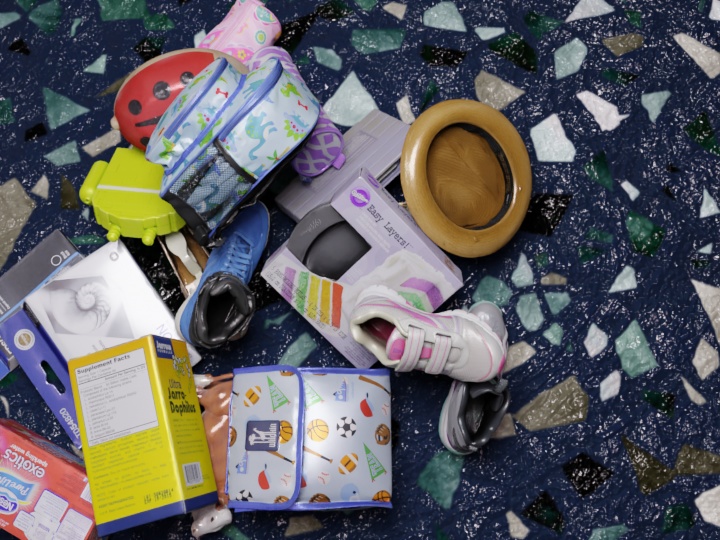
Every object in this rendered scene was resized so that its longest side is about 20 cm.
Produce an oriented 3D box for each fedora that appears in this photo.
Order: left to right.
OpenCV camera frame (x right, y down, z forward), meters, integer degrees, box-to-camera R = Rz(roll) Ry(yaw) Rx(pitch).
[{"bbox_3d":[0.126,-0.118,1.004,0.197,0.082,0.205,-1,92,-22],"label":"fedora"}]

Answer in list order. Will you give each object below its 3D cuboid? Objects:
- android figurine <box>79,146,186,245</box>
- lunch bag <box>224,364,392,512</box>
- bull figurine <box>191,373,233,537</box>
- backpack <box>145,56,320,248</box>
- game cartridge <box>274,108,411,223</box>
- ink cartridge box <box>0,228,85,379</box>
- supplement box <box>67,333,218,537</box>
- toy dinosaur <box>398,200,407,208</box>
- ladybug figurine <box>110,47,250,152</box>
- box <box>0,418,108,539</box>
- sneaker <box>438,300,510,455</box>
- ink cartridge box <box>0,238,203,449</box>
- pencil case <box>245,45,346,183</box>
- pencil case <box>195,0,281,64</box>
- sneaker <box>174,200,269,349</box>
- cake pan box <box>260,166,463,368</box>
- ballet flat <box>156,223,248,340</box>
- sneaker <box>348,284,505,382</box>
[{"bbox_3d":[-0.282,-0.108,1.036,0.178,0.042,0.202,4,45,-1],"label":"android figurine"},{"bbox_3d":[-0.063,0.205,0.945,0.196,0.124,0.174,4,73,-10],"label":"lunch bag"},{"bbox_3d":[-0.198,0.226,0.983,0.119,0.065,0.204,14,76,5],"label":"bull figurine"},{"bbox_3d":[-0.151,-0.162,0.915,0.199,0.184,0.147,-40,112,12],"label":"backpack"},{"bbox_3d":[-0.014,-0.133,1.057,0.200,0.039,0.129,-43,37,-9],"label":"game cartridge"},{"bbox_3d":[-0.449,0.048,1.044,0.099,0.039,0.200,44,80,9],"label":"ink cartridge box"},{"bbox_3d":[-0.252,0.190,0.910,0.107,0.110,0.204,-16,78,7],"label":"supplement box"},{"bbox_3d":[-0.005,-0.061,1.033,0.196,0.059,0.102,-12,31,17],"label":"toy dinosaur"},{"bbox_3d":[-0.231,-0.214,1.018,0.196,0.072,0.138,-19,117,-3],"label":"ladybug figurine"},{"bbox_3d":[-0.396,0.269,0.957,0.197,0.096,0.101,26,77,7],"label":"box"},{"bbox_3d":[0.157,0.129,0.965,0.076,0.140,0.204,12,77,-4],"label":"sneaker"},{"bbox_3d":[-0.340,0.094,1.007,0.199,0.041,0.201,-36,90,-10],"label":"ink cartridge box"},{"bbox_3d":[-0.090,-0.219,1.058,0.084,0.085,0.202,-50,56,32],"label":"pencil case"},{"bbox_3d":[-0.199,-0.296,1.107,0.087,0.088,0.201,35,78,9],"label":"pencil case"},{"bbox_3d":[-0.155,0.004,0.962,0.076,0.111,0.202,35,77,-27],"label":"sneaker"},{"bbox_3d":[0.000,0.000,0.975,0.184,0.052,0.200,-41,104,15],"label":"cake pan box"},{"bbox_3d":[-0.219,0.006,1.038,0.068,0.067,0.201,-36,78,-7],"label":"ballet flat"},{"bbox_3d":[0.068,0.086,0.902,0.197,0.088,0.083,16,114,20],"label":"sneaker"}]
